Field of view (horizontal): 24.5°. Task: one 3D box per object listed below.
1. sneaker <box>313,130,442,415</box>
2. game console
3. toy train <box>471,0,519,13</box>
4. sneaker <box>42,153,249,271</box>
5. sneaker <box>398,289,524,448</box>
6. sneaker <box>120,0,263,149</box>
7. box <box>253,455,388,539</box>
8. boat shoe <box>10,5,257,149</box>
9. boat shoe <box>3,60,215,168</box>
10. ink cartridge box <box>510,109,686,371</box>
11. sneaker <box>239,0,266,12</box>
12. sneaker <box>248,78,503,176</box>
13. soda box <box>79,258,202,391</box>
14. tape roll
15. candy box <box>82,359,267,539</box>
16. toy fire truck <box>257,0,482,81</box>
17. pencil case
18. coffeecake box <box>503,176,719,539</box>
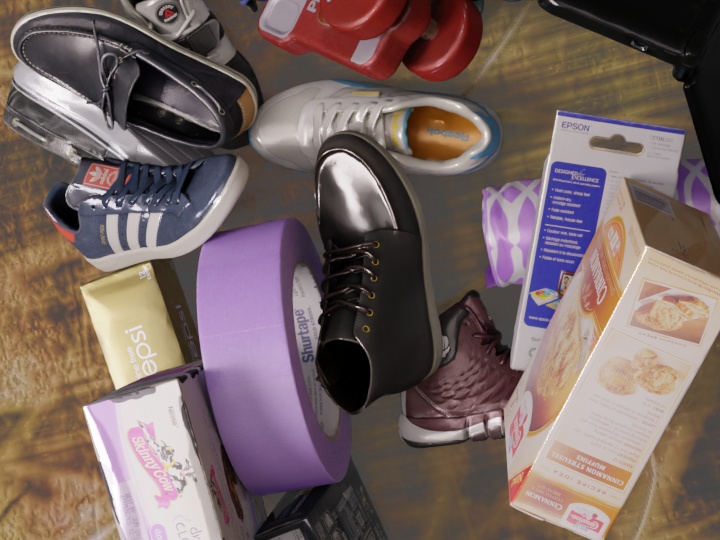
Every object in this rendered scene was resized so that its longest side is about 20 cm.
[{"bbox_3d":[0.000,0.000,1.219,0.074,0.106,0.201,-14,98,31],"label":"sneaker"},{"bbox_3d":[0.222,-0.171,1.183,0.175,0.200,0.117,24,135,10],"label":"game console"},{"bbox_3d":[0.099,-0.264,1.264,0.199,0.085,0.114,-27,79,9],"label":"toy train"},{"bbox_3d":[-0.168,-0.056,1.244,0.199,0.075,0.084,-20,128,43],"label":"sneaker"},{"bbox_3d":[0.120,0.069,1.280,0.199,0.076,0.116,-8,89,10],"label":"sneaker"},{"bbox_3d":[-0.145,-0.184,1.303,0.074,0.089,0.201,-30,90,8],"label":"sneaker"},{"bbox_3d":[-0.003,0.257,1.258,0.051,0.158,0.201,-22,96,15],"label":"box"},{"bbox_3d":[-0.177,-0.146,1.266,0.199,0.062,0.075,22,130,3],"label":"boat shoe"},{"bbox_3d":[-0.197,-0.099,1.332,0.199,0.072,0.071,33,117,11],"label":"boat shoe"},{"bbox_3d":[0.171,-0.017,1.206,0.094,0.037,0.201,9,112,2],"label":"ink cartridge box"},{"bbox_3d":[-0.103,-0.245,1.254,0.080,0.199,0.115,-31,101,41],"label":"sneaker"},{"bbox_3d":[0.010,-0.111,1.281,0.199,0.081,0.077,0,93,7],"label":"sneaker"},{"bbox_3d":[-0.155,0.093,1.327,0.064,0.068,0.201,-20,90,9],"label":"soda box"},{"bbox_3d":[-0.062,0.064,1.244,0.065,0.200,0.201,-10,91,10],"label":"tape roll"},{"bbox_3d":[-0.123,0.156,1.191,0.071,0.200,0.169,-15,90,4],"label":"candy box"},{"bbox_3d":[0.015,-0.239,1.198,0.168,0.112,0.201,29,96,43],"label":"toy fire truck"},{"bbox_3d":[0.189,-0.035,1.263,0.199,0.086,0.084,-4,52,10],"label":"pencil case"},{"bbox_3d":[0.173,0.058,1.132,0.073,0.154,0.201,23,109,-5],"label":"coffeecake box"}]
